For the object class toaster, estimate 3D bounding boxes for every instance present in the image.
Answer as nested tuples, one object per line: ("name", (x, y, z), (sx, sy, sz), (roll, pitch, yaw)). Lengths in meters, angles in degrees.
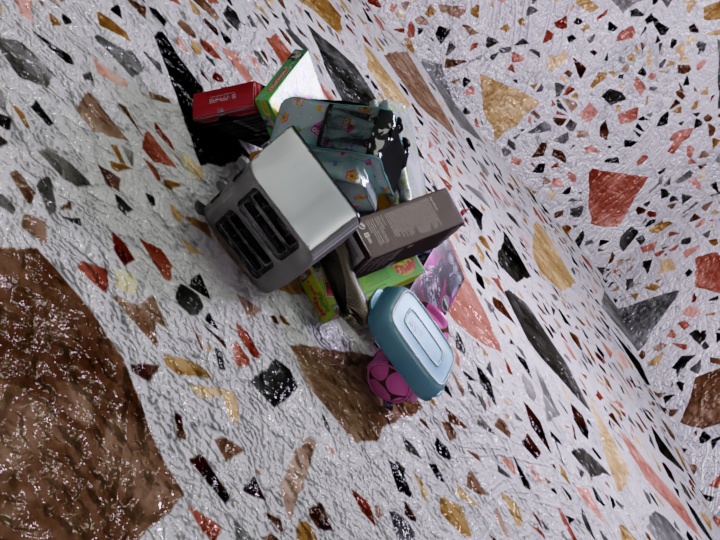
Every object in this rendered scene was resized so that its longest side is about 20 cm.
("toaster", (-0.111, -0.077, 1.371), (0.119, 0.181, 0.201), (-41, 96, -35))

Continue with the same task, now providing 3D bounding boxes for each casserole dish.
("casserole dish", (0.086, 0.109, 1.488), (0.201, 0.039, 0.121), (54, 38, -16))

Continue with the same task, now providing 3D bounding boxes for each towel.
("towel", (0.066, -0.199, 1.671), (0.171, 0.048, 0.202), (-22, 99, -75))

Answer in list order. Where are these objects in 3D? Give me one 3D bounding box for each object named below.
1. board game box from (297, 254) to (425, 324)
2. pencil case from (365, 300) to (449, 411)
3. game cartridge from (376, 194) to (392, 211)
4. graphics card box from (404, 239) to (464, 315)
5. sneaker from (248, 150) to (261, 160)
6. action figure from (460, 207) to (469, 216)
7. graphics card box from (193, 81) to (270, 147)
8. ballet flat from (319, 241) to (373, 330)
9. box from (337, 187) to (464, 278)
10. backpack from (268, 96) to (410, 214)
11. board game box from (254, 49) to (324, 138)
("board game box", (0.000, 0.000, 1.565), (0.199, 0.048, 0.102), (-24, 79, -34))
("pencil case", (0.084, 0.134, 1.569), (0.093, 0.091, 0.200), (21, 39, 14))
("game cartridge", (0.042, -0.168, 1.696), (0.177, 0.032, 0.201), (-77, 150, -63))
("graphics card box", (0.123, 0.033, 1.783), (0.200, 0.050, 0.126), (-57, 132, -42))
("sneaker", (-0.131, -0.104, 1.582), (0.200, 0.078, 0.078), (48, 48, -32))
("action figure", (0.121, -0.075, 1.737), (0.065, 0.099, 0.200), (42, 58, 1))
("graphics card box", (-0.174, -0.260, 1.614), (0.200, 0.124, 0.051), (15, 71, -60))
("ballet flat", (-0.039, 0.001, 1.479), (0.046, 0.067, 0.201), (-20, 83, -32))
("box", (0.058, -0.057, 1.534), (0.199, 0.100, 0.075), (-23, 79, -33))
("backpack", (-0.043, -0.180, 1.465), (0.198, 0.154, 0.176), (20, -10, 16))
("board game box", (-0.099, -0.240, 1.578), (0.135, 0.029, 0.201), (-60, 145, -35))
